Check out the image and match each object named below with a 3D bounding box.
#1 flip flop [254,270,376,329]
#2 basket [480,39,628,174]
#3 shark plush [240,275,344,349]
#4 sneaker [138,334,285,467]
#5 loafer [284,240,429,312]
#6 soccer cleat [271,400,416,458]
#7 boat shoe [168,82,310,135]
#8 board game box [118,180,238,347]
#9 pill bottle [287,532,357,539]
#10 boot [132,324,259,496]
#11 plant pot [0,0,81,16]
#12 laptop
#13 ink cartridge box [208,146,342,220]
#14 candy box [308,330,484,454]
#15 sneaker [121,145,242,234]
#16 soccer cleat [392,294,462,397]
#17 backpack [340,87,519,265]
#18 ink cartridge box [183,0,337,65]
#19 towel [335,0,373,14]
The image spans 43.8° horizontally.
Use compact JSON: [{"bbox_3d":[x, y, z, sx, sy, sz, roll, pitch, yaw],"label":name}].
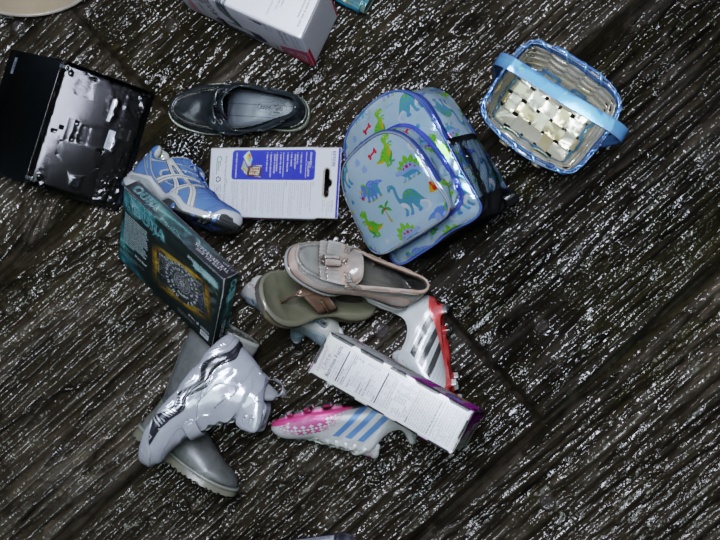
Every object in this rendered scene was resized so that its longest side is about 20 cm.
[{"bbox_3d":[-0.051,0.031,1.158,0.058,0.199,0.081,-39,58,42],"label":"flip flop"},{"bbox_3d":[0.243,-0.203,1.127,0.176,0.200,0.139,34,91,5],"label":"basket"},{"bbox_3d":[-0.070,0.073,1.230,0.200,0.091,0.083,40,117,-10],"label":"shark plush"},{"bbox_3d":[-0.190,0.190,1.150,0.115,0.075,0.200,37,84,8],"label":"sneaker"},{"bbox_3d":[0.000,0.000,1.132,0.199,0.063,0.072,18,60,-35],"label":"loafer"},{"bbox_3d":[-0.019,0.216,1.203,0.199,0.070,0.087,-11,88,3],"label":"soccer cleat"},{"bbox_3d":[-0.171,-0.222,1.224,0.198,0.066,0.075,8,90,4],"label":"boat shoe"},{"bbox_3d":[-0.243,-0.008,1.175,0.200,0.136,0.028,41,47,20],"label":"board game box"},{"bbox_3d":[-0.060,0.407,1.184,0.199,0.106,0.107,-8,88,4],"label":"pill bottle"},{"bbox_3d":[-0.196,0.181,1.224,0.181,0.073,0.200,34,84,2],"label":"boot"},{"bbox_3d":[-0.462,-0.483,1.208,0.186,0.187,0.201,-17,74,3],"label":"plant pot"},{"bbox_3d":[-0.419,-0.199,1.270,0.199,0.103,0.178,17,91,-22],"label":"laptop"},{"bbox_3d":[-0.113,-0.117,1.205,0.199,0.037,0.095,3,88,25],"label":"ink cartridge box"},{"bbox_3d":[0.047,0.150,1.108,0.199,0.136,0.061,29,89,16],"label":"candy box"},{"bbox_3d":[-0.234,-0.109,1.201,0.199,0.076,0.077,26,81,26],"label":"sneaker"},{"bbox_3d":[0.087,0.134,1.203,0.085,0.069,0.201,-8,85,12],"label":"soccer cleat"},{"bbox_3d":[0.067,-0.127,1.145,0.183,0.147,0.201,-33,79,40],"label":"backpack"},{"bbox_3d":[-0.141,-0.363,1.186,0.199,0.145,0.085,26,91,4],"label":"ink cartridge box"},{"bbox_3d":[-0.042,-0.464,1.244,0.199,0.022,0.147,31,90,4],"label":"towel"}]
